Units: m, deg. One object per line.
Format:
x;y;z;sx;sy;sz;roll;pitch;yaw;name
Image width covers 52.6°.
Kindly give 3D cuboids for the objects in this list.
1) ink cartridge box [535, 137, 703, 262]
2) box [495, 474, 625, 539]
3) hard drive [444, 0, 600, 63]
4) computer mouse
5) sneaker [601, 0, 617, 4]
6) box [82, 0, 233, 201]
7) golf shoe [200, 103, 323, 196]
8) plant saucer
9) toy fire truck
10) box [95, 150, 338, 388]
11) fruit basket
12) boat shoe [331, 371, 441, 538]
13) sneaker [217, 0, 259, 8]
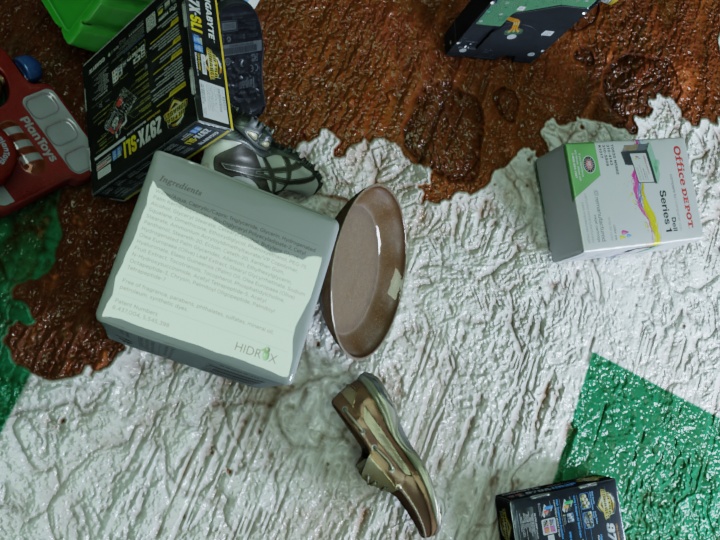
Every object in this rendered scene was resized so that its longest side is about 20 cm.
0.354;-0.098;0.997;0.196;0.084;0.148;-6;83;-18;ink cartridge box
0.260;0.373;0.912;0.155;0.046;0.205;-6;83;-17;box
0.206;-0.329;0.929;0.137;0.200;0.039;-1;81;-15;hard drive
-0.168;-0.199;0.834;0.139;0.046;0.204;-29;125;-37;computer mouse
0.395;-0.481;1.083;0.082;0.078;0.202;37;82;-12;sneaker
-0.223;-0.186;0.775;0.049;0.198;0.163;5;68;-50;box
-0.116;-0.111;0.828;0.077;0.199;0.096;27;90;31;golf shoe
0.000;0.000;0.847;0.036;0.200;0.205;9;75;26;plant saucer
-0.395;-0.158;0.783;0.202;0.112;0.167;54;48;-3;toy fire truck
-0.152;0.012;0.767;0.196;0.199;0.175;21;75;-12;box
-0.248;-0.357;0.828;0.214;0.215;0.157;-33;91;-18;fruit basket
0.028;0.224;0.858;0.071;0.076;0.203;-25;80;-15;boat shoe
-0.179;-0.273;0.881;0.073;0.071;0.202;45;69;-30;sneaker
